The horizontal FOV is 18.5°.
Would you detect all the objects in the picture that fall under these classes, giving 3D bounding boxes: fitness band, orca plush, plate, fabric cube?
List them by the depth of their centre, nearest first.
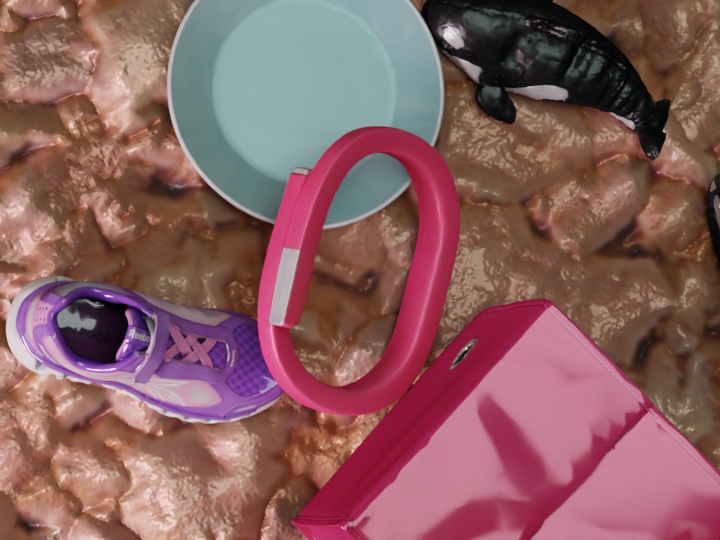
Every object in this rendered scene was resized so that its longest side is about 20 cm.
[{"bbox_3d":[0.100,0.162,1.474,0.200,0.196,0.199,45,79,-5],"label":"fabric cube"},{"bbox_3d":[0.000,0.000,1.522,0.143,0.037,0.201,18,85,-40],"label":"fitness band"},{"bbox_3d":[-0.039,-0.128,1.565,0.199,0.026,0.202,1,84,-12],"label":"plate"},{"bbox_3d":[0.140,-0.147,1.580,0.200,0.071,0.105,40,78,-5],"label":"orca plush"}]

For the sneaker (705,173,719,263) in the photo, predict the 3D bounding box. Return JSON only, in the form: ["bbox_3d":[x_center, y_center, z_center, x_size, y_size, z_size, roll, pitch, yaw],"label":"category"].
[{"bbox_3d":[0.328,0.019,1.598,0.114,0.076,0.202,-10,83,-11],"label":"sneaker"}]

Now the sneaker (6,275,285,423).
[{"bbox_3d":[-0.138,0.052,1.491,0.199,0.088,0.081,13,79,-13],"label":"sneaker"}]
